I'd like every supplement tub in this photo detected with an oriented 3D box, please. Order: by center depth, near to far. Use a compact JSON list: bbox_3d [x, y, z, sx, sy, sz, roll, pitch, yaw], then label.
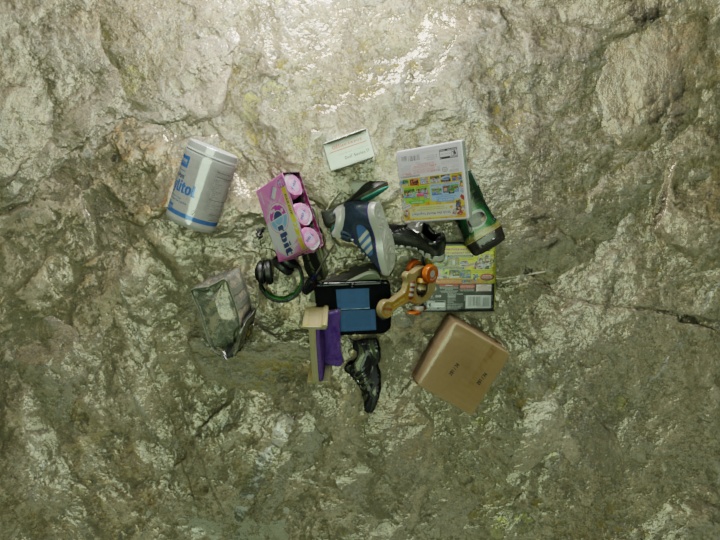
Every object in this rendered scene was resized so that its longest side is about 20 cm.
[{"bbox_3d":[-0.397,-0.210,1.370,0.129,0.132,0.205,20,99,-3],"label":"supplement tub"}]

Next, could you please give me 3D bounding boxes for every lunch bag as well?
[{"bbox_3d":[-0.336,0.112,1.405,0.115,0.164,0.205,-16,99,4],"label":"lunch bag"}]

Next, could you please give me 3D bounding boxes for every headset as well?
[{"bbox_3d":[-0.226,-0.014,1.444,0.121,0.094,0.203,-25,114,0],"label":"headset"}]

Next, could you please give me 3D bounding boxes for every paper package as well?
[{"bbox_3d":[0.266,0.249,1.459,0.188,0.104,0.203,29,98,-6],"label":"paper package"}]

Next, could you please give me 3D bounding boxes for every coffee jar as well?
[{"bbox_3d":[0.283,-0.144,1.390,0.103,0.085,0.203,-28,89,8],"label":"coffee jar"}]

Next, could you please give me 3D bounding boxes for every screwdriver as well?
[{"bbox_3d":[-0.107,-0.005,1.407,0.027,0.030,0.202,20,130,-14],"label":"screwdriver"}]

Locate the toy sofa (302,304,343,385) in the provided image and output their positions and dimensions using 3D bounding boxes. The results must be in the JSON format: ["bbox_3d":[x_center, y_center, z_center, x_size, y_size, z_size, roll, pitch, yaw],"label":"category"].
[{"bbox_3d":[-0.096,0.197,1.426,0.095,0.084,0.204,0,122,2],"label":"toy sofa"}]

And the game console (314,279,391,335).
[{"bbox_3d":[-0.018,0.099,1.428,0.194,0.031,0.180,-3,132,1],"label":"game console"}]

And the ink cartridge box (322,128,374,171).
[{"bbox_3d":[-0.027,-0.288,1.321,0.114,0.200,0.069,-18,99,3],"label":"ink cartridge box"}]

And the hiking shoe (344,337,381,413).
[{"bbox_3d":[0.006,0.283,1.487,0.098,0.076,0.206,1,91,8],"label":"hiking shoe"}]

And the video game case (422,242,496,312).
[{"bbox_3d":[0.263,0.018,1.460,0.194,0.026,0.186,0,100,1],"label":"video game case"}]

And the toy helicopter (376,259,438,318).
[{"bbox_3d":[0.119,0.070,1.391,0.198,0.078,0.135,-30,119,-30],"label":"toy helicopter"}]

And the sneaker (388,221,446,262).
[{"bbox_3d":[0.133,-0.095,1.396,0.196,0.067,0.092,21,135,12],"label":"sneaker"}]

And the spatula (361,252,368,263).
[{"bbox_3d":[0.000,0.000,1.459,0.056,0.021,0.203,30,99,-6],"label":"spatula"}]

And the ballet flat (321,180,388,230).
[{"bbox_3d":[-0.021,-0.187,1.408,0.198,0.068,0.069,-36,86,6],"label":"ballet flat"}]

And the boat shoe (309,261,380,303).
[{"bbox_3d":[-0.040,0.033,1.430,0.196,0.061,0.072,-17,130,15],"label":"boat shoe"}]

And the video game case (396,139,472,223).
[{"bbox_3d":[0.182,-0.216,1.362,0.197,0.023,0.187,1,102,42],"label":"video game case"}]

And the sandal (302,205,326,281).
[{"bbox_3d":[-0.123,-0.073,1.431,0.078,0.057,0.206,11,120,33],"label":"sandal"}]

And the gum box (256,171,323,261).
[{"bbox_3d":[-0.177,-0.128,1.369,0.112,0.065,0.205,-22,86,40],"label":"gum box"}]

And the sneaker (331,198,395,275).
[{"bbox_3d":[0.000,-0.079,1.378,0.143,0.081,0.204,-1,121,28],"label":"sneaker"}]
